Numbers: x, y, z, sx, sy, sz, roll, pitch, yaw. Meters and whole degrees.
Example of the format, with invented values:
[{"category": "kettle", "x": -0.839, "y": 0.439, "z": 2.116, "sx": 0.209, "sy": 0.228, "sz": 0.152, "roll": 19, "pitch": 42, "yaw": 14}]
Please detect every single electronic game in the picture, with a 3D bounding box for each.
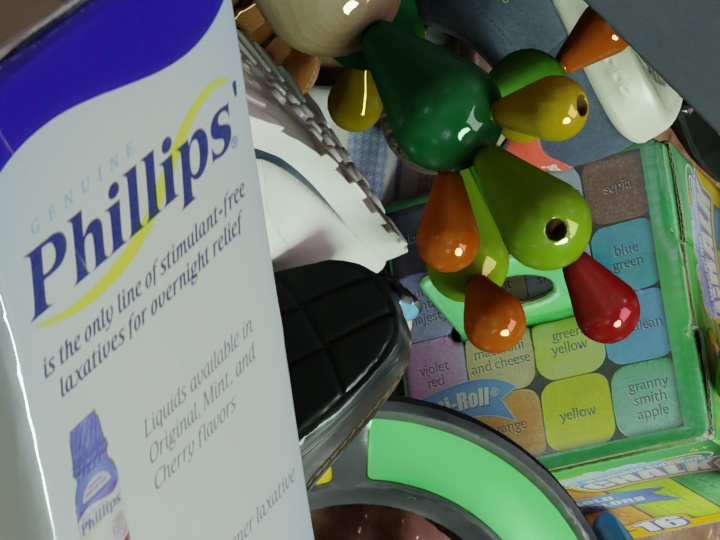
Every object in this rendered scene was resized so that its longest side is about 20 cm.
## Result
[{"category": "electronic game", "x": -0.003, "y": 0.143, "z": 0.926, "sx": 0.042, "sy": 0.199, "sz": 0.201, "roll": -122, "pitch": -142, "yaw": -78}]

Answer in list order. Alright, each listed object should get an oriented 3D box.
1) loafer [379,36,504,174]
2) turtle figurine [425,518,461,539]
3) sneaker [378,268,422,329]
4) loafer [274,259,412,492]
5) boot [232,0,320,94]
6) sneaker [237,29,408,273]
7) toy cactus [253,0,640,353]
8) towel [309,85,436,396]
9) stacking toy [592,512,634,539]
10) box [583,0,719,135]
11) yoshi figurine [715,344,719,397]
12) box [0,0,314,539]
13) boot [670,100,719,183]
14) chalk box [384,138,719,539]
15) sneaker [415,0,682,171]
[{"category": "loafer", "x": 0.050, "y": -0.137, "z": 0.998, "sx": 0.068, "sy": 0.075, "sz": 0.201, "roll": 3, "pitch": 97, "yaw": -41}, {"category": "turtle figurine", "x": 0.047, "y": 0.204, "z": 1.119, "sx": 0.150, "sy": 0.100, "sz": 0.201, "roll": -46, "pitch": 129, "yaw": -58}, {"category": "sneaker", "x": -0.062, "y": 0.028, "z": 0.881, "sx": 0.199, "sy": 0.075, "sz": 0.087, "roll": 0, "pitch": 112, "yaw": -45}, {"category": "loafer", "x": -0.061, "y": 0.071, "z": 0.814, "sx": 0.200, "sy": 0.073, "sz": 0.072, "roll": -36, "pitch": 146, "yaw": 10}, {"category": "boot", "x": -0.068, "y": -0.094, "z": 0.836, "sx": 0.156, "sy": 0.076, "sz": 0.201, "roll": 75, "pitch": 30, "yaw": -46}, {"category": "sneaker", "x": -0.051, "y": -0.028, "z": 0.799, "sx": 0.080, "sy": 0.076, "sz": 0.200, "roll": -44, "pitch": 153, "yaw": 8}, {"category": "toy cactus", "x": 0.020, "y": -0.068, "z": 0.795, "sx": 0.165, "sy": 0.102, "sz": 0.200, "roll": 45, "pitch": 16, "yaw": -29}, {"category": "towel", "x": 0.000, "y": 0.000, "z": 1.032, "sx": 0.200, "sy": 0.024, "sz": 0.148, "roll": -4, "pitch": 101, "yaw": -63}, {"category": "stacking toy", "x": 0.031, "y": 0.181, "z": 1.008, "sx": 0.110, "sy": 0.199, "sz": 0.117, "roll": -110, "pitch": -169, "yaw": -59}, {"category": "box", "x": 0.132, "y": -0.151, "z": 0.844, "sx": 0.200, "sy": 0.104, "sz": 0.183, "roll": 42, "pitch": 36, "yaw": -19}, {"category": "yoshi figurine", "x": 0.192, "y": 0.032, "z": 0.968, "sx": 0.112, "sy": 0.112, "sz": 0.201, "roll": 37, "pitch": 36, "yaw": -46}, {"category": "box", "x": -0.121, "y": 0.008, "z": 0.645, "sx": 0.105, "sy": 0.183, "sz": 0.201, "roll": -43, "pitch": 135, "yaw": -45}, {"category": "boot", "x": 0.106, "y": -0.139, "z": 1.051, "sx": 0.069, "sy": 0.174, "sz": 0.201, "roll": -22, "pitch": 125, "yaw": -10}, {"category": "chalk box", "x": 0.090, "y": 0.031, "z": 1.024, "sx": 0.200, "sy": 0.124, "sz": 0.125, "roll": 28, "pitch": 52, "yaw": -62}, {"category": "sneaker", "x": 0.038, "y": -0.127, "z": 0.920, "sx": 0.075, "sy": 0.084, "sz": 0.201, "roll": -12, "pitch": 78, "yaw": -66}]
